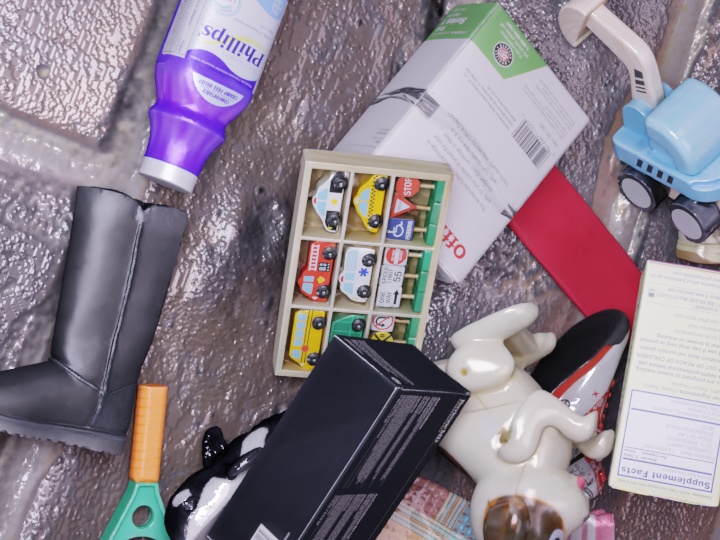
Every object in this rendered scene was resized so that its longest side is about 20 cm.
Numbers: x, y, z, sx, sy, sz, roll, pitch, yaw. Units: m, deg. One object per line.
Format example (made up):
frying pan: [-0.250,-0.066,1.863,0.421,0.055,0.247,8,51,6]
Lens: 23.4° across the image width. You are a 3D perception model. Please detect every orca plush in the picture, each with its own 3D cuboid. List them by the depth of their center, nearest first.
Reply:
orca plush: [-0.099,0.144,1.445,0.071,0.105,0.200,39,77,18]

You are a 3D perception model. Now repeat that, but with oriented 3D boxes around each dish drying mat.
dish drying mat: [0.206,-0.016,1.637,0.200,0.018,0.077,47,72,-24]

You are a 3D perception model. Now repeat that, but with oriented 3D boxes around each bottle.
bottle: [-0.123,-0.163,1.402,0.083,0.065,0.202,24,83,-31]

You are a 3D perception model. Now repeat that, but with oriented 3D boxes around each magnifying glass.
magnifying glass: [-0.180,0.195,1.434,0.079,0.022,0.202,4,93,-30]

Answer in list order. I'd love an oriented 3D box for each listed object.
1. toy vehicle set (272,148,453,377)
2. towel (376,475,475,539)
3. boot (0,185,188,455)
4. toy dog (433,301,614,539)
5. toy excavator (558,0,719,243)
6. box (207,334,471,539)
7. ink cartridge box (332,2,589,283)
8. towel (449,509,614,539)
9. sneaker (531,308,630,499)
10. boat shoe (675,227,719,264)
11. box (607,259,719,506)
toy vehicle set: [0.000,0.000,1.450,0.123,0.027,0.202,4,117,-11]
towel: [0.022,0.278,1.536,0.146,0.022,0.201,28,82,-10]
boot: [-0.230,0.030,1.360,0.164,0.065,0.202,16,90,-39]
toy dog: [0.123,0.156,1.496,0.192,0.140,0.201,-21,67,0]
toy excavator: [0.276,-0.154,1.605,0.100,0.194,0.201,-40,141,-20]
box: [-0.016,0.158,1.418,0.201,0.079,0.141,-57,151,11]
ink cartridge box: [0.083,-0.111,1.515,0.200,0.084,0.146,-49,116,-15]
towel: [0.139,0.299,1.589,0.198,0.030,0.148,-5,98,-9]
sneaker: [0.203,0.140,1.625,0.202,0.067,0.108,-50,117,-12]
boat shoe: [0.400,-0.045,1.713,0.198,0.073,0.063,-7,102,-29]
box: [0.286,0.102,1.569,0.096,0.176,0.202,10,87,8]
